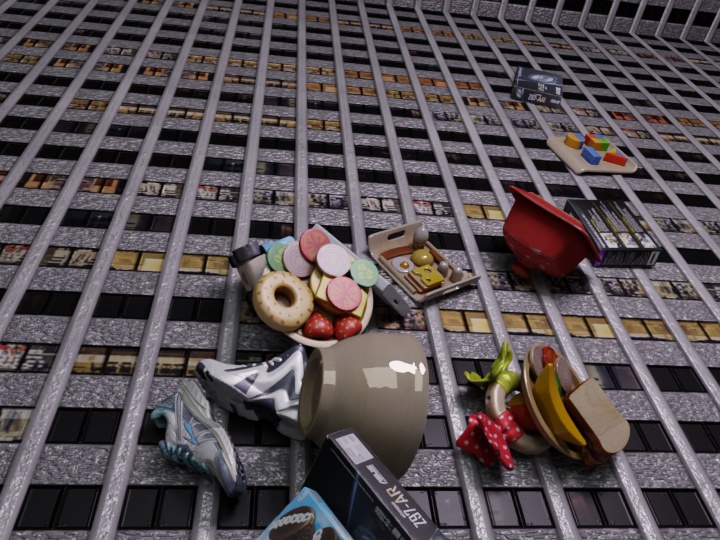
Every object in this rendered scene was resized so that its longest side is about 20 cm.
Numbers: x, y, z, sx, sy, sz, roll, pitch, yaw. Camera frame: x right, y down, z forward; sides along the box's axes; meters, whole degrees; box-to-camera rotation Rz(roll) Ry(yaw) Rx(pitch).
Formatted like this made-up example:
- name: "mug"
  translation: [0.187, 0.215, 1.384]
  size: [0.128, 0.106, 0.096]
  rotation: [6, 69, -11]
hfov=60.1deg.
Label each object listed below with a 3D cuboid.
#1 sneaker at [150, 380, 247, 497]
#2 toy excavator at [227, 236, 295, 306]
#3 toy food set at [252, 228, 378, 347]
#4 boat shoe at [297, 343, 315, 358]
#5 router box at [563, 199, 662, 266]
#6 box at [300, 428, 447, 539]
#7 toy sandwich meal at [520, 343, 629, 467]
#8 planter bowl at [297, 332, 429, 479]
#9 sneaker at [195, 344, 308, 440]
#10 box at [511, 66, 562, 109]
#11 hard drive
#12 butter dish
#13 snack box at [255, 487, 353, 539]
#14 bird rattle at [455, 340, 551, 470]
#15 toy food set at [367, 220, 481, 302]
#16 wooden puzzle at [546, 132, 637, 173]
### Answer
- name: "sneaker"
  translation: [-0.224, 0.245, 0.857]
  size: [0.086, 0.078, 0.200]
  rotation: [-28, 44, -22]
- name: "toy excavator"
  translation: [-0.134, -0.019, 1.141]
  size: [0.199, 0.194, 0.101]
  rotation: [-25, 93, -20]
- name: "toy food set"
  translation: [-0.068, 0.028, 1.012]
  size: [0.198, 0.049, 0.199]
  rotation: [24, 57, -10]
- name: "boat shoe"
  translation: [-0.050, 0.097, 1.068]
  size: [0.067, 0.072, 0.200]
  rotation: [25, 48, 16]
- name: "router box"
  translation: [0.572, -0.090, 1.432]
  size: [0.147, 0.051, 0.201]
  rotation: [0, 40, -9]
- name: "box"
  translation: [0.006, 0.314, 0.724]
  size: [0.043, 0.161, 0.200]
  rotation: [-3, 37, -46]
- name: "toy sandwich meal"
  translation: [0.328, 0.199, 0.957]
  size: [0.204, 0.070, 0.207]
  rotation: [27, 46, -32]
- name: "planter bowl"
  translation: [-0.008, 0.176, 0.850]
  size: [0.133, 0.201, 0.201]
  rotation: [12, 37, -17]
- name: "sneaker"
  translation: [-0.140, 0.158, 0.951]
  size: [0.197, 0.080, 0.130]
  rotation: [20, 46, 12]
- name: "box"
  translation: [0.591, -0.615, 2.082]
  size: [0.159, 0.044, 0.201]
  rotation: [15, 39, 8]
- name: "hard drive"
  translation: [0.000, 0.000, 1.154]
  size: [0.026, 0.132, 0.200]
  rotation: [-48, 58, -4]
- name: "butter dish"
  translation: [0.368, -0.051, 1.281]
  size: [0.199, 0.148, 0.200]
  rotation: [41, 6, 33]
- name: "snack box"
  translation: [-0.091, 0.356, 0.681]
  size: [0.200, 0.037, 0.116]
  rotation: [-47, 56, -5]
- name: "bird rattle"
  translation: [0.238, 0.216, 0.959]
  size: [0.162, 0.113, 0.201]
  rotation: [20, 40, -13]
- name: "toy food set"
  translation: [0.126, -0.024, 1.253]
  size: [0.142, 0.061, 0.200]
  rotation: [-18, 46, -30]
- name: "wooden puzzle"
  translation: [0.654, -0.337, 1.755]
  size: [0.198, 0.047, 0.186]
  rotation: [-5, 41, -17]
